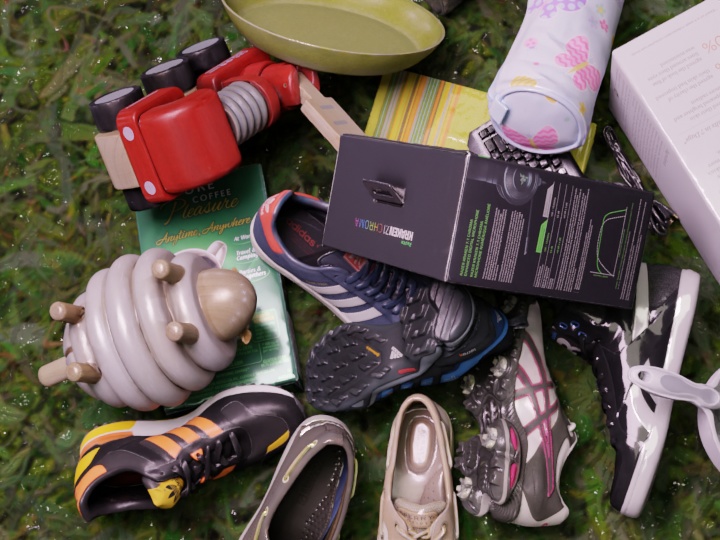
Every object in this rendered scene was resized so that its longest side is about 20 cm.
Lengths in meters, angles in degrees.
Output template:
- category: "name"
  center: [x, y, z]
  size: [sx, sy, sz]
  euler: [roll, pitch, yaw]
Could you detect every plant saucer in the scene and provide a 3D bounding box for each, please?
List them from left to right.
- category: "plant saucer"
  center: [-0.026, -0.212, 1.178]
  size: [0.198, 0.200, 0.031]
  euler: [20, 119, 13]

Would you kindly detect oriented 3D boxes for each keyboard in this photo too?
- category: "keyboard"
  center: [0.187, -0.061, 1.152]
  size: [0.126, 0.021, 0.202]
  euler: [-29, 77, 2]

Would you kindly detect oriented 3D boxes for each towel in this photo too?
- category: "towel"
  center: [0.102, -0.114, 1.196]
  size: [0.197, 0.018, 0.087]
  euler: [17, 82, 12]

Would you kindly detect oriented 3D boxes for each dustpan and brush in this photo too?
- category: "dustpan and brush"
  center: [0.285, 0.107, 1.039]
  size: [0.197, 0.057, 0.142]
  euler: [15, 75, -11]

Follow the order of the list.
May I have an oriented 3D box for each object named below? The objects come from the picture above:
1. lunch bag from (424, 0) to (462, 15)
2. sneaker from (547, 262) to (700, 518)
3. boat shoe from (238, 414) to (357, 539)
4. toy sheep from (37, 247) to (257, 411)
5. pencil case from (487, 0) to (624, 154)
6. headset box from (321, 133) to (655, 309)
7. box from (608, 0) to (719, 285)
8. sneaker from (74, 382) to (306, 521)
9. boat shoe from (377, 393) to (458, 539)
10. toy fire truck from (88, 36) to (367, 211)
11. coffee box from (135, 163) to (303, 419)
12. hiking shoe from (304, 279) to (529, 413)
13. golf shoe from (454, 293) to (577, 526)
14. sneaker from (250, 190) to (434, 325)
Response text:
- category: "lunch bag"
  center: [0.096, -0.341, 1.168]
  size: [0.167, 0.200, 0.140]
  euler: [-35, 72, -2]
- category: "sneaker"
  center: [0.198, 0.087, 1.088]
  size: [0.110, 0.073, 0.203]
  euler: [13, 77, 14]
- category: "boat shoe"
  center: [-0.056, 0.215, 1.072]
  size: [0.071, 0.060, 0.204]
  euler: [21, 91, -10]
- category: "toy sheep"
  center: [-0.172, 0.049, 1.079]
  size: [0.197, 0.138, 0.140]
  euler: [-17, 71, 14]
- category: "pencil case"
  center: [0.169, -0.196, 1.146]
  size: [0.090, 0.083, 0.202]
  euler: [28, 59, -16]
- category: "headset box"
  center: [0.089, -0.040, 1.036]
  size: [0.198, 0.173, 0.094]
  euler: [8, 95, -33]
- category: "box"
  center: [0.317, -0.113, 1.114]
  size: [0.151, 0.106, 0.202]
  euler: [-27, 71, -1]
- category: "sneaker"
  center: [-0.137, 0.157, 1.099]
  size: [0.197, 0.071, 0.090]
  euler: [-14, 31, 7]
- category: "boat shoe"
  center: [0.046, 0.200, 1.080]
  size: [0.071, 0.065, 0.203]
  euler: [0, 75, 8]
- category: "toy fire truck"
  center: [-0.092, -0.115, 1.116]
  size: [0.198, 0.130, 0.176]
  euler: [-3, 25, 39]
- category: "coffee box"
  center: [-0.123, 0.017, 1.173]
  size: [0.121, 0.044, 0.203]
  euler: [-14, 72, 4]
- category: "hiking shoe"
  center: [0.036, 0.075, 1.094]
  size: [0.199, 0.086, 0.075]
  euler: [-25, 55, 42]
- category: "golf shoe"
  center: [0.130, 0.110, 1.102]
  size: [0.087, 0.077, 0.203]
  euler: [21, 61, -22]
- category: "sneaker"
  center: [0.000, 0.000, 1.119]
  size: [0.198, 0.085, 0.076]
  euler: [28, 69, -3]
